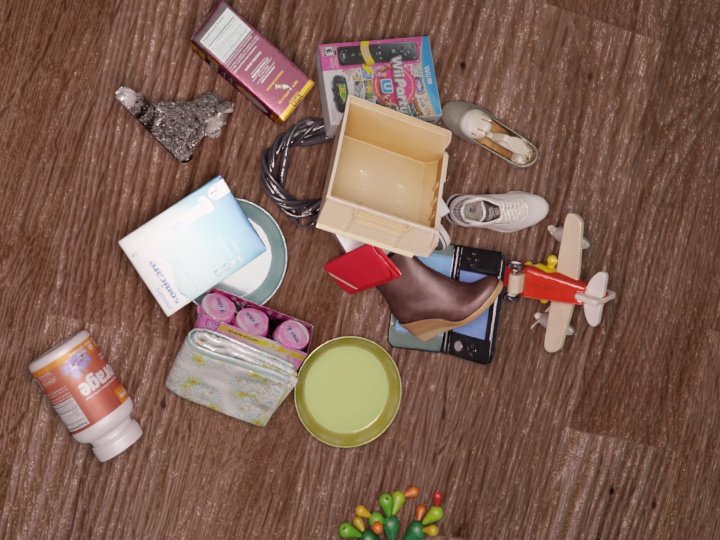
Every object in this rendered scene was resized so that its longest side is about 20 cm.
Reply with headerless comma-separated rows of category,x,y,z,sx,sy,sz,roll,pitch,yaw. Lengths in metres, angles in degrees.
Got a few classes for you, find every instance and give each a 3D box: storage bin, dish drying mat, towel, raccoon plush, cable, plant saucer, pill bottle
storage bin,0.044,-0.145,1.341,0.195,0.094,0.203,17,58,-11
dish drying mat,0.000,0.000,1.430,0.018,0.199,0.077,-45,100,-24
towel,-0.221,0.186,1.427,0.197,0.049,0.172,24,135,-11
raccoon plush,-0.288,-0.265,1.368,0.097,0.200,0.134,41,85,21
cable,-0.079,-0.184,1.479,0.200,0.051,0.164,-43,94,-6
plant saucer,-0.024,0.218,1.527,0.196,0.031,0.204,-1,95,-12
pill bottle,-0.452,0.211,1.403,0.111,0.112,0.202,-32,100,-7
plant saucer,-0.227,-0.025,1.465,0.196,0.036,0.204,-1,95,-10

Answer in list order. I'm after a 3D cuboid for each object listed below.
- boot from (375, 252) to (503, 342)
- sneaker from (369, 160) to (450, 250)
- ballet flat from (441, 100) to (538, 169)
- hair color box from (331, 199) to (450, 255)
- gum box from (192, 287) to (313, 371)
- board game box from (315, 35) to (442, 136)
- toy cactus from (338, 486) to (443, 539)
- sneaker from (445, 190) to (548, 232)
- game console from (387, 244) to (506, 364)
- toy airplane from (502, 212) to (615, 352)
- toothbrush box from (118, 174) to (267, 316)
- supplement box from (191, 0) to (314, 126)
boot,0.125,0.023,1.442,0.199,0.073,0.167,-33,106,26
sneaker,0.059,-0.091,1.428,0.200,0.078,0.080,43,76,4
ballet flat,0.238,-0.249,1.521,0.198,0.064,0.068,29,89,-11
hair color box,0.047,-0.097,1.498,0.198,0.064,0.112,-33,98,-5
gum box,-0.194,0.115,1.435,0.197,0.067,0.114,22,135,-14
board game box,0.030,-0.320,1.458,0.196,0.064,0.150,-7,80,-12
toy cactus,0.064,0.489,1.543,0.197,0.102,0.168,-13,107,-18
sneaker,0.256,-0.106,1.529,0.196,0.080,0.078,-4,94,-12
game console,0.153,0.055,1.508,0.117,0.170,0.204,4,95,-37
toy airplane,0.366,0.022,1.530,0.199,0.141,0.200,-37,88,27
toothbrush box,-0.276,-0.043,1.393,0.199,0.085,0.148,-35,101,-7
supplement box,-0.182,-0.343,1.409,0.199,0.110,0.086,40,87,-11
